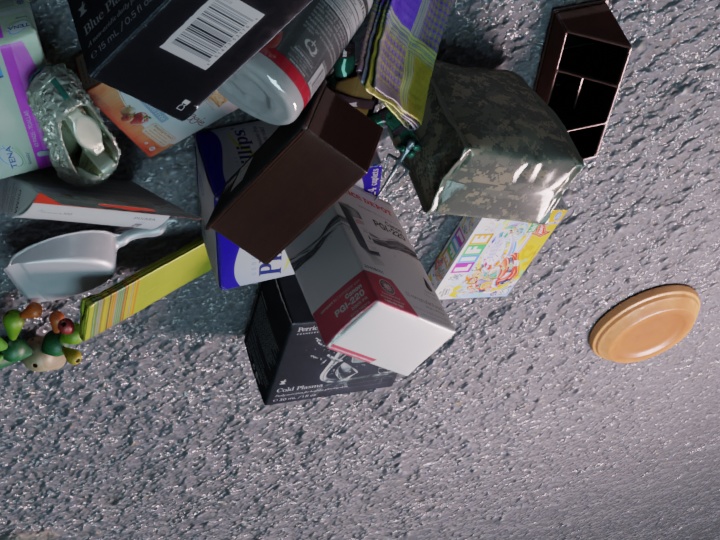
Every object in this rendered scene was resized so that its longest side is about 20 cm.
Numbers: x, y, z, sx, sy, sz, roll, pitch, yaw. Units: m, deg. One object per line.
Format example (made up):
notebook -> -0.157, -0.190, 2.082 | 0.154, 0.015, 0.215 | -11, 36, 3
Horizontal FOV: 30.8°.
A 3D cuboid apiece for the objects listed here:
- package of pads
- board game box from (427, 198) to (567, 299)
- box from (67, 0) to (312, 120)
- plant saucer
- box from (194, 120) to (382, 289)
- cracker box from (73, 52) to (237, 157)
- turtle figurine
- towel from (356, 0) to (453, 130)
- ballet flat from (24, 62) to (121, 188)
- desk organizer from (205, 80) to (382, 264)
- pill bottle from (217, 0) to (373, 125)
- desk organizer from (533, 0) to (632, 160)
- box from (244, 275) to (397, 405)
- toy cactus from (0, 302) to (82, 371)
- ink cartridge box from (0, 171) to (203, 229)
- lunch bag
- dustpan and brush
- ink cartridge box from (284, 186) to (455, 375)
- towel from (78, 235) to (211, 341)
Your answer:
package of pads -> -0.378, -0.167, 1.283 | 0.153, 0.068, 0.201 | -16, 147, -10
board game box -> 0.187, -0.033, 1.839 | 0.134, 0.034, 0.200 | -2, 143, -27
box -> -0.152, -0.276, 1.126 | 0.196, 0.201, 0.117 | -38, 145, 24
plant saucer -> 0.484, 0.098, 2.204 | 0.199, 0.038, 0.201 | -14, 147, -9
box -> -0.086, -0.085, 1.539 | 0.199, 0.105, 0.184 | -13, 146, -12
cracker box -> -0.173, -0.212, 1.343 | 0.199, 0.058, 0.134 | -29, 147, 10
turtle figurine -> -0.009, -0.180, 1.396 | 0.149, 0.101, 0.201 | 4, 114, -26
towel -> 0.054, -0.251, 1.313 | 0.023, 0.201, 0.144 | 12, 170, 28
ballet flat -> -0.276, -0.126, 1.296 | 0.071, 0.072, 0.200 | -20, 155, -2
desk organizer -> -0.069, -0.093, 1.322 | 0.077, 0.072, 0.200 | 34, 137, -16
pill bottle -> -0.056, -0.247, 1.235 | 0.201, 0.110, 0.111 | -58, 153, -18
desk organizer -> 0.259, -0.219, 1.563 | 0.071, 0.077, 0.201 | -13, 147, -13
box -> -0.038, 0.071, 1.786 | 0.199, 0.124, 0.197 | -7, 143, -22
toy cactus -> -0.419, 0.108, 1.645 | 0.199, 0.103, 0.165 | -25, 164, 12
ink cartridge box -> -0.282, -0.063, 1.389 | 0.162, 0.200, 0.057 | 4, 106, -34
lunch bag -> 0.128, -0.158, 1.468 | 0.163, 0.201, 0.118 | 4, 136, -28
dustpan and brush -> -0.313, -0.022, 1.559 | 0.198, 0.058, 0.140 | -10, 160, -3
ink cartridge box -> 0.000, 0.000, 1.429 | 0.085, 0.201, 0.145 | -43, 142, 21
towel -> -0.260, 0.017, 1.605 | 0.199, 0.018, 0.086 | -31, 161, -32
